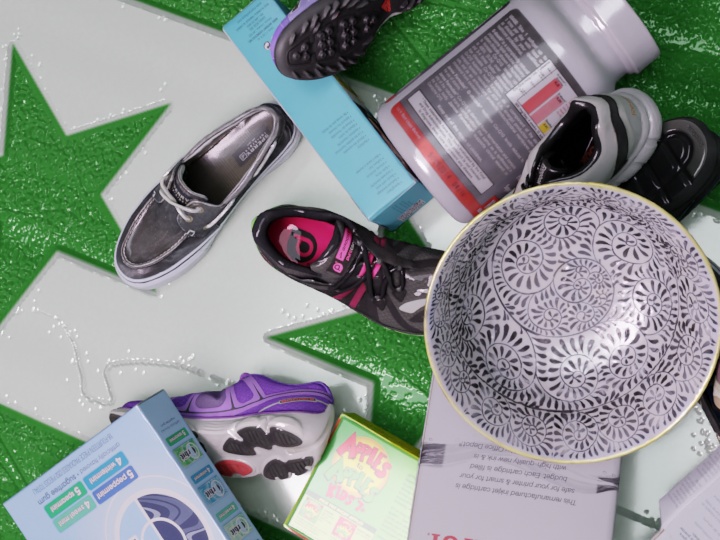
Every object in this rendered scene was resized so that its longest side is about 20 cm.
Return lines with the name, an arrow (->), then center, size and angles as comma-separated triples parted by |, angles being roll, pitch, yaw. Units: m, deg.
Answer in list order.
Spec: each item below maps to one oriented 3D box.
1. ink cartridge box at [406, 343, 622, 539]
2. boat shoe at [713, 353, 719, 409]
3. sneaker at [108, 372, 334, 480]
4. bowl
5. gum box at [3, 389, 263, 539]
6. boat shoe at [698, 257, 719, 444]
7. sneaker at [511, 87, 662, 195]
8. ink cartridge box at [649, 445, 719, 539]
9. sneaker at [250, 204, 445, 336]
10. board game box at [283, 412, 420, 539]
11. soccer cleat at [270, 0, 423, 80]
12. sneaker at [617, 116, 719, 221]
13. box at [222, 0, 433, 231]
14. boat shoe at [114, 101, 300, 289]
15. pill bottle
ink cartridge box -> 0.117, 0.143, 1.131 | 0.145, 0.084, 0.201 | 7, 66, 9
boat shoe -> 0.303, 0.027, 1.084 | 0.072, 0.200, 0.065 | 13, 127, 32
sneaker -> -0.108, 0.123, 1.241 | 0.199, 0.084, 0.081 | -2, 129, 24
bowl -> 0.145, 0.023, 1.068 | 0.200, 0.094, 0.202 | 1, 109, 4
gum box -> -0.165, 0.222, 1.209 | 0.170, 0.045, 0.200 | -35, 88, 28
boat shoe -> 0.275, 0.072, 1.151 | 0.068, 0.057, 0.201 | -26, 80, 10
sneaker -> 0.135, -0.053, 1.127 | 0.074, 0.080, 0.200 | 45, 117, 29
ink cartridge box -> 0.312, 0.206, 1.100 | 0.200, 0.041, 0.200 | -43, 103, 4
sneaker -> 0.000, 0.000, 1.210 | 0.199, 0.084, 0.077 | 16, 90, 15
board game box -> 0.052, 0.203, 1.198 | 0.199, 0.048, 0.102 | 28, 91, 14
soccer cleat -> -0.013, -0.215, 1.204 | 0.073, 0.068, 0.200 | 27, 53, 29
sneaker -> 0.203, -0.037, 1.171 | 0.200, 0.079, 0.076 | -38, 67, 30
box -> -0.024, -0.126, 1.228 | 0.049, 0.082, 0.200 | -39, 78, 8
boat shoe -> -0.135, -0.067, 1.255 | 0.072, 0.071, 0.200 | 44, 97, 13
pill bottle -> 0.122, -0.138, 1.176 | 0.200, 0.116, 0.116 | -38, 78, 8
